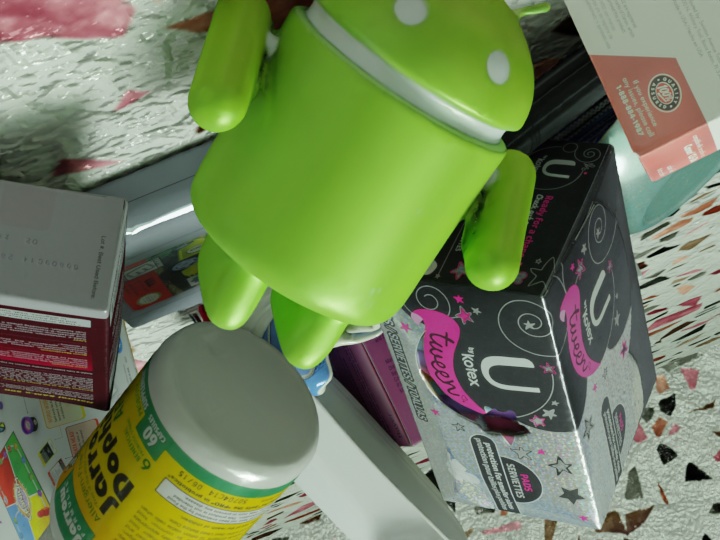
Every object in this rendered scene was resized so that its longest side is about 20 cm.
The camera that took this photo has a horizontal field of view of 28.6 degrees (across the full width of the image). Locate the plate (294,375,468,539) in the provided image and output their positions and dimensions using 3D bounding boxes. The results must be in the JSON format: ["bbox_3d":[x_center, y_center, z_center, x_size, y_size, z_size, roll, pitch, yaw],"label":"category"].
[{"bbox_3d":[-0.015,0.132,1.007,0.032,0.200,0.199,-44,-175,-21],"label":"plate"}]

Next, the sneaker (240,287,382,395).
[{"bbox_3d":[0.000,0.000,0.918,0.200,0.077,0.076,-45,172,-23],"label":"sneaker"}]

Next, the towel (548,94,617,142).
[{"bbox_3d":[0.193,-0.112,0.926,0.199,0.024,0.145,-28,172,-43],"label":"towel"}]

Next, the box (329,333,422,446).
[{"bbox_3d":[0.046,0.047,1.055,0.175,0.098,0.200,-29,-175,-23],"label":"box"}]

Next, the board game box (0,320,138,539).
[{"bbox_3d":[-0.236,0.126,0.940,0.198,0.155,0.040,-14,180,-29],"label":"board game box"}]

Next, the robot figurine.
[{"bbox_3d":[0.000,-0.058,0.642,0.201,0.174,0.116,-56,-160,15],"label":"robot figurine"}]

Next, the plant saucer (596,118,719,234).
[{"bbox_3d":[0.204,-0.079,0.890,0.200,0.039,0.201,-39,163,-14],"label":"plant saucer"}]

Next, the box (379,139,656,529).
[{"bbox_3d":[0.098,0.038,0.841,0.113,0.133,0.201,5,136,28],"label":"box"}]

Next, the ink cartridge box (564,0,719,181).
[{"bbox_3d":[0.212,-0.145,0.721,0.198,0.118,0.067,-26,165,14],"label":"ink cartridge box"}]

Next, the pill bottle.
[{"bbox_3d":[-0.121,0.134,0.860,0.112,0.113,0.200,-6,145,-49],"label":"pill bottle"}]

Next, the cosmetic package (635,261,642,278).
[{"bbox_3d":[0.142,0.007,1.208,0.071,0.102,0.200,-15,165,-30],"label":"cosmetic package"}]

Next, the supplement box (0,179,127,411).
[{"bbox_3d":[-0.179,0.016,0.740,0.107,0.062,0.200,9,159,-8],"label":"supplement box"}]

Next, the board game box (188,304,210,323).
[{"bbox_3d":[-0.067,0.019,1.031,0.157,0.039,0.200,-29,179,-4],"label":"board game box"}]

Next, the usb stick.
[{"bbox_3d":[0.111,-0.097,0.797,0.199,0.033,0.055,-38,176,-26],"label":"usb stick"}]

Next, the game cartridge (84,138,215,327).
[{"bbox_3d":[-0.102,-0.020,0.861,0.132,0.041,0.200,-26,166,-3],"label":"game cartridge"}]
